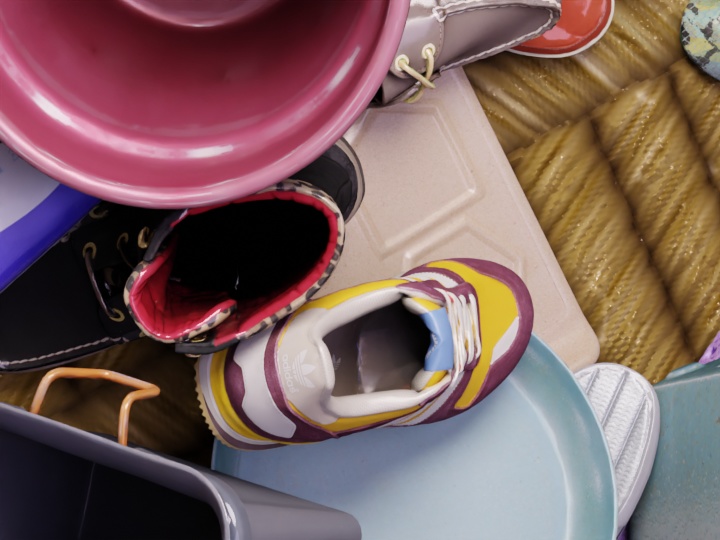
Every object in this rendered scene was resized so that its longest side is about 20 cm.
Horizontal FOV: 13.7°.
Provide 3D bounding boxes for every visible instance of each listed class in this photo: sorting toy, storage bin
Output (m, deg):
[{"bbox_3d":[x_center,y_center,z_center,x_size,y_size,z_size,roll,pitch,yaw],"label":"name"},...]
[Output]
[{"bbox_3d":[0.000,0.000,1.447,0.185,0.036,0.200,-32,99,-20],"label":"sorting toy"},{"bbox_3d":[-0.101,0.117,1.285,0.134,0.200,0.146,5,99,-57],"label":"storage bin"}]

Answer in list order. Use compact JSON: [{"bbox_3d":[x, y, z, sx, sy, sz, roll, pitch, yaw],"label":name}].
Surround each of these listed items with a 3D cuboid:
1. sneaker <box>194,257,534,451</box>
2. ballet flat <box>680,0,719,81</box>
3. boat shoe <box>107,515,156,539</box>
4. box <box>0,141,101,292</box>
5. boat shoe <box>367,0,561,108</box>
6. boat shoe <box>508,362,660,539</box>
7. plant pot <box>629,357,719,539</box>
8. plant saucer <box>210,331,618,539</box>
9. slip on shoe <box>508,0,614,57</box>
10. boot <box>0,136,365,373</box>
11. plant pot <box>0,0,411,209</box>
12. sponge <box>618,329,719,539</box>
[{"bbox_3d":[0.025,0.036,1.329,0.200,0.090,0.075,-19,93,-43],"label":"sneaker"},{"bbox_3d":[0.264,-0.124,1.541,0.200,0.074,0.074,-1,91,-24],"label":"ballet flat"},{"bbox_3d":[-0.051,0.193,1.398,0.062,0.075,0.200,-32,89,-27],"label":"boat shoe"},{"bbox_3d":[-0.238,-0.059,1.297,0.184,0.105,0.200,-43,108,-17],"label":"box"},{"bbox_3d":[0.002,-0.103,1.396,0.200,0.072,0.060,-11,60,-7],"label":"boat shoe"},{"bbox_3d":[0.083,0.136,1.467,0.073,0.067,0.200,32,88,14],"label":"boat shoe"},{"bbox_3d":[0.241,0.123,1.446,0.196,0.196,0.200,-19,89,-21],"label":"plant pot"},{"bbox_3d":[0.024,0.105,1.398,0.200,0.027,0.201,5,72,-16],"label":"plant saucer"},{"bbox_3d":[0.047,-0.158,1.435,0.200,0.061,0.074,32,95,-31],"label":"slip on shoe"},{"bbox_3d":[-0.090,0.000,1.316,0.200,0.151,0.073,-20,100,2],"label":"boot"},{"bbox_3d":[-0.074,-0.145,1.264,0.199,0.179,0.200,0,107,1],"label":"plant pot"},{"bbox_3d":[0.200,0.105,1.539,0.112,0.030,0.200,41,76,-18],"label":"sponge"}]
